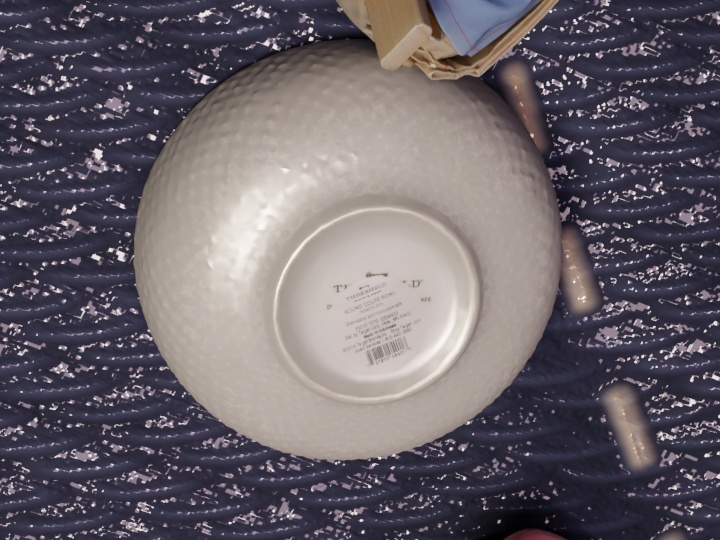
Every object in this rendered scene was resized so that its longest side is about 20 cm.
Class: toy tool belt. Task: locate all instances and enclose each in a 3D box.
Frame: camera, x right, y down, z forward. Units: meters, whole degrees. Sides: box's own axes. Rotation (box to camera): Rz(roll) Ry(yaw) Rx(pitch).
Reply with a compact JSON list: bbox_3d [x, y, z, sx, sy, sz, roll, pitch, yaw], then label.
[{"bbox_3d":[0.065,-0.171,0.988,0.125,0.123,0.200,39,96,-18],"label":"toy tool belt"}]

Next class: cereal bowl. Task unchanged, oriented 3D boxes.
[{"bbox_3d":[0.000,0.000,1.071,0.199,0.083,0.201,-4,111,-10],"label":"cereal bowl"}]

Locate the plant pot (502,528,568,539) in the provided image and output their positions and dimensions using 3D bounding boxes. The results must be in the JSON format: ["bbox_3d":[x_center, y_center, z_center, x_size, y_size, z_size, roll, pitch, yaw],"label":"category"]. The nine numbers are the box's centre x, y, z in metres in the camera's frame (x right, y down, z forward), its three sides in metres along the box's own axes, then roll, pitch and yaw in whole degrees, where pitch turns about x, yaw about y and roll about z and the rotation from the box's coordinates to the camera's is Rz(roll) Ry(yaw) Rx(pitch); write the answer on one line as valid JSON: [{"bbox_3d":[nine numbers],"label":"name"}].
[{"bbox_3d":[0.061,0.254,1.135,0.179,0.200,0.200,-36,115,21],"label":"plant pot"}]
